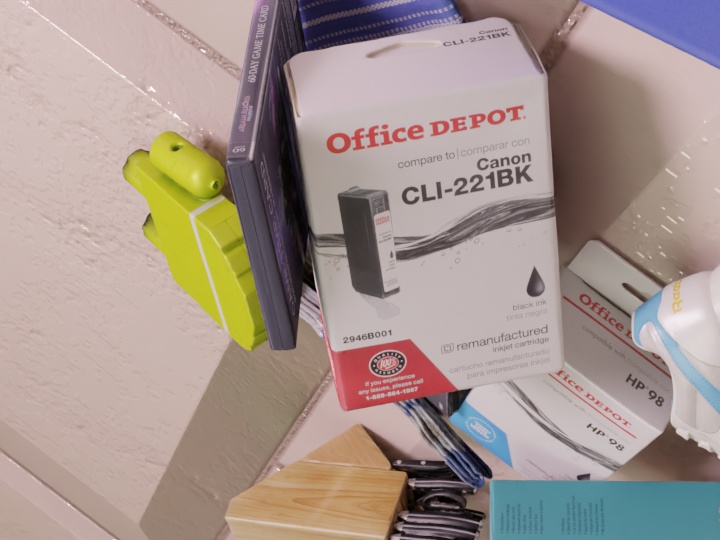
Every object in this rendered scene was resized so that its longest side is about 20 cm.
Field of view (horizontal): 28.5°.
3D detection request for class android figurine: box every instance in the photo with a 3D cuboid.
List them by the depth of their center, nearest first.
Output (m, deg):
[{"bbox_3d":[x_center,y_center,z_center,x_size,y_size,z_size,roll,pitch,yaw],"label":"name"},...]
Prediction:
[{"bbox_3d":[-0.115,-0.017,1.098,0.199,0.041,0.184,36,149,43],"label":"android figurine"}]

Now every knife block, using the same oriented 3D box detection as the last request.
[{"bbox_3d":[0.005,0.227,1.223,0.176,0.198,0.064,49,163,44],"label":"knife block"}]

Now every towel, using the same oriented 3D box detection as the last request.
[{"bbox_3d":[0.026,-0.116,0.906,0.144,0.024,0.201,-3,130,45],"label":"towel"},{"bbox_3d":[0.012,0.082,1.100,0.200,0.024,0.147,47,175,-25],"label":"towel"}]

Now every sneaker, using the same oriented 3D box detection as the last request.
[{"bbox_3d":[0.243,0.088,0.884,0.080,0.077,0.201,-23,107,31],"label":"sneaker"}]

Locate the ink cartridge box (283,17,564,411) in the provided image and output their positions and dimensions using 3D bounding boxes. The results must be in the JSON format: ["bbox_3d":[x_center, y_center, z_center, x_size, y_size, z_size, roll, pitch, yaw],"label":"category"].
[{"bbox_3d":[0.040,-0.032,0.841,0.142,0.084,0.202,-10,120,-3],"label":"ink cartridge box"}]

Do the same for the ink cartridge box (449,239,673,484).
[{"bbox_3d":[0.151,0.077,0.983,0.115,0.067,0.200,36,148,4],"label":"ink cartridge box"}]

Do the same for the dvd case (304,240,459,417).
[{"bbox_3d":[0.000,0.000,1.025,0.200,0.016,0.150,42,154,32],"label":"dvd case"}]

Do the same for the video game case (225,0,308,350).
[{"bbox_3d":[-0.048,-0.075,0.844,0.019,0.202,0.144,-2,134,8],"label":"video game case"}]

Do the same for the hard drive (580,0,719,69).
[{"bbox_3d":[0.132,-0.186,0.711,0.198,0.025,0.133,29,147,14],"label":"hard drive"}]

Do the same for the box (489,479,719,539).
[{"bbox_3d":[0.190,0.186,1.007,0.197,0.050,0.083,-1,151,6],"label":"box"}]
